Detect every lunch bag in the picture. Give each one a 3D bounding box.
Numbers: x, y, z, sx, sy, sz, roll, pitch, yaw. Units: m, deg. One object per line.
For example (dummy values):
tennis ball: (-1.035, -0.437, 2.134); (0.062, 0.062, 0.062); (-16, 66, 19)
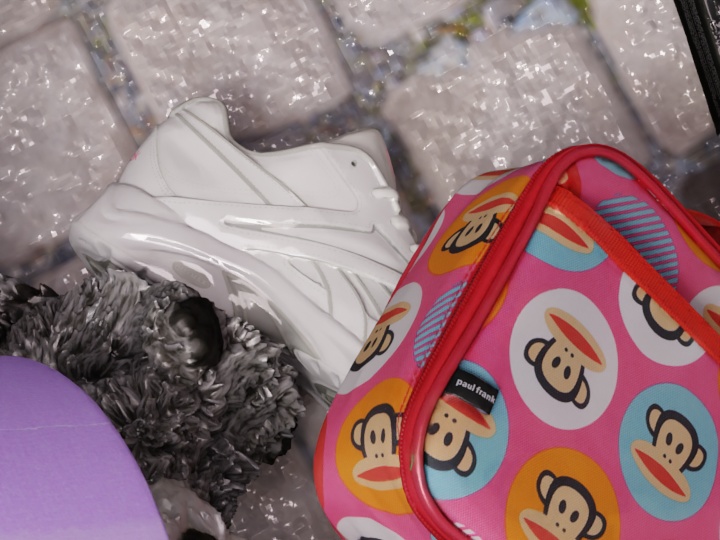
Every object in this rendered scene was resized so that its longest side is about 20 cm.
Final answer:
lunch bag: (0.094, 0.059, 0.734); (0.200, 0.082, 0.177); (42, 60, -21)

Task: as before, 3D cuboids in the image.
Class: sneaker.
sneaker: (0.000, 0.000, 0.785); (0.199, 0.078, 0.100); (30, 76, -1)

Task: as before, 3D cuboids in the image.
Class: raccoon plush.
raccoon plush: (-0.107, 0.080, 0.752); (0.199, 0.097, 0.135); (3, 59, 37)

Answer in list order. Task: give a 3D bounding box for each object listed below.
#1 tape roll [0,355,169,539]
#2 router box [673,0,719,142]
tape roll: (-0.131, 0.128, 0.666); (0.065, 0.199, 0.202); (0, 83, -39)
router box: (0.193, -0.104, 0.796); (0.148, 0.051, 0.202); (-17, 84, -1)
